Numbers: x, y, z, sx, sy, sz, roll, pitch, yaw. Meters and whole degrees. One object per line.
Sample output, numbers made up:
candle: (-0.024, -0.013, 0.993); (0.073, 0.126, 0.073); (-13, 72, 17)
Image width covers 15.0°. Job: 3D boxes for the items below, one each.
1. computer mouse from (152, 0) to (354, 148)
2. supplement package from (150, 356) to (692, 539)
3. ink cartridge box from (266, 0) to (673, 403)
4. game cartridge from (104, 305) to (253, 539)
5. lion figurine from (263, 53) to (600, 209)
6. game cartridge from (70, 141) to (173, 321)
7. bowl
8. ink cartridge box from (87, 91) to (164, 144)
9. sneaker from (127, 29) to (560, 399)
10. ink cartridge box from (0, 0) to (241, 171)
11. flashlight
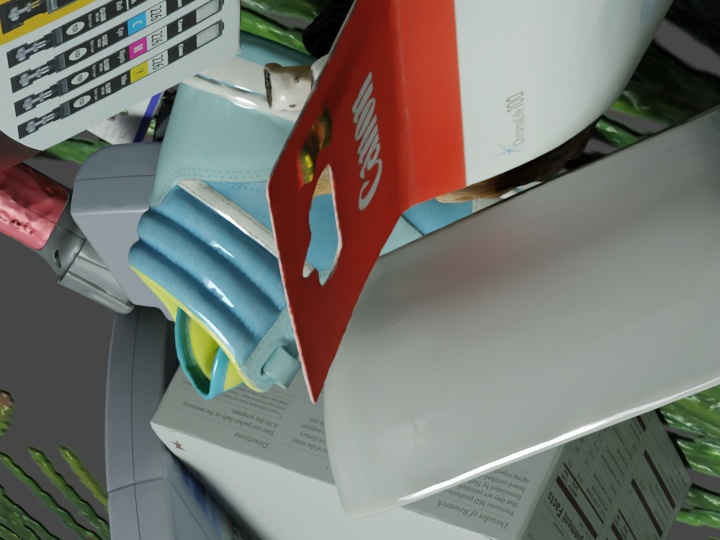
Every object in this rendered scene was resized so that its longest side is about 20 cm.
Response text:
computer mouse: (-0.030, -0.078, 1.084); (0.058, 0.034, 0.200); (18, 158, -22)
supplement package: (0.032, 0.087, 1.292); (0.199, 0.111, 0.156); (17, 158, 30)
ink cartridge box: (0.043, -0.067, 0.739); (0.047, 0.201, 0.160); (23, 161, 12)
game cartridge: (-0.085, 0.096, 1.359); (0.041, 0.201, 0.134); (-12, 136, 11)
lion figurine: (0.035, -0.072, 0.893); (0.122, 0.073, 0.200); (-10, 167, -10)
game cartridge: (-0.014, -0.010, 1.150); (0.198, 0.041, 0.133); (5, 162, 14)
bowl: (0.088, -0.001, 0.863); (0.199, 0.200, 0.075); (-24, 91, 27)
ink cartridge box: (-0.168, -0.121, 1.145); (0.199, 0.037, 0.095); (31, 161, -3)
sneaker: (0.000, 0.000, 1.025); (0.199, 0.131, 0.079); (23, -179, -24)
ink cartridge box: (-0.089, -0.122, 0.785); (0.084, 0.175, 0.200); (58, 166, 18)
flashlight: (-0.188, -0.046, 1.320); (0.199, 0.068, 0.068); (29, 137, -8)
